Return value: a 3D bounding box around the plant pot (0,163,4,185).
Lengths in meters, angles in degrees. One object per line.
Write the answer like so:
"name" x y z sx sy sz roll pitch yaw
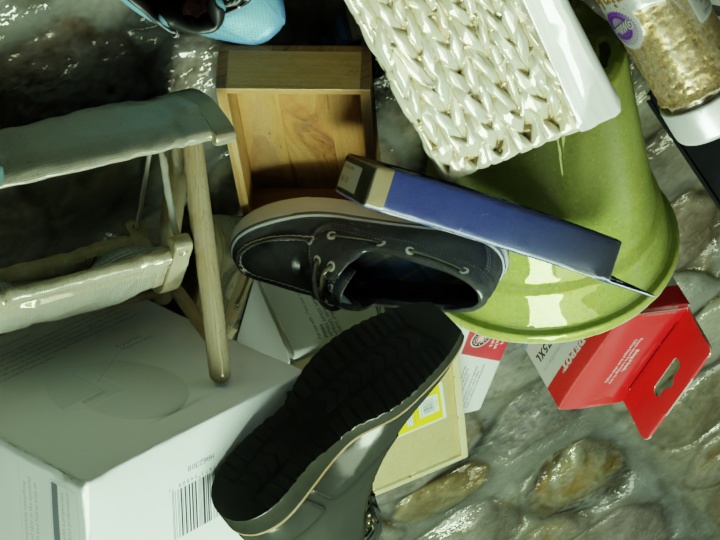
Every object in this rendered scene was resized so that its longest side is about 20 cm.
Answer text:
"plant pot" -0.320 -0.066 1.413 0.196 0.200 0.201 -30 149 -12

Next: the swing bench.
"swing bench" -0.195 -0.018 1.617 0.198 0.130 0.201 -13 124 -23

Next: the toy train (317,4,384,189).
"toy train" -0.011 -0.114 1.725 0.046 0.034 0.200 -6 144 -12

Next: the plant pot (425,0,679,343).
"plant pot" 0.123 -0.083 1.745 0.200 0.201 0.185 -21 137 -12

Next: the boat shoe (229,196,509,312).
"boat shoe" 0.000 0.000 1.702 0.199 0.066 0.070 6 131 14

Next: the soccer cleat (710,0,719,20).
"soccer cleat" 0.255 -0.193 1.697 0.200 0.069 0.085 43 136 -13

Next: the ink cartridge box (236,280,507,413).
"ink cartridge box" 0.007 0.058 1.932 0.199 0.084 0.145 -13 146 -25

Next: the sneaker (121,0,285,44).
"sneaker" -0.107 -0.168 1.513 0.078 0.090 0.200 -39 152 18

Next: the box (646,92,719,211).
"box" 0.317 -0.122 1.808 0.050 0.199 0.200 -2 140 -37

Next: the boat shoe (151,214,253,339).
"boat shoe" -0.118 0.038 1.822 0.065 0.072 0.200 -5 136 -31

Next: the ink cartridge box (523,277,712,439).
"ink cartridge box" 0.174 0.022 1.900 0.067 0.200 0.116 -5 141 -33

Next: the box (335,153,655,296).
"box" 0.089 -0.030 1.613 0.199 0.121 0.033 18 93 -11

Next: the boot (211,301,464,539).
"boot" 0.000 0.123 1.690 0.200 0.077 0.138 -39 141 -6

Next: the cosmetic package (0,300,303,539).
"cosmetic package" -0.174 0.122 1.703 0.199 0.200 0.123 -25 126 -39

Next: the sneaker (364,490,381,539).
"sneaker" -0.065 0.159 1.870 0.074 0.200 0.080 -47 148 -28

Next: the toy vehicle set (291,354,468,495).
"toy vehicle set" 0.017 0.109 1.907 0.124 0.027 0.200 -21 148 -9

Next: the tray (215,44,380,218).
"tray" -0.038 -0.088 1.675 0.098 0.037 0.200 0 156 3

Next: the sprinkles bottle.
"sprinkles bottle" 0.192 -0.181 1.652 0.068 0.068 0.200 -32 109 5

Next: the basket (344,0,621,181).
"basket" 0.058 -0.171 1.547 0.123 0.136 0.200 -28 127 5
